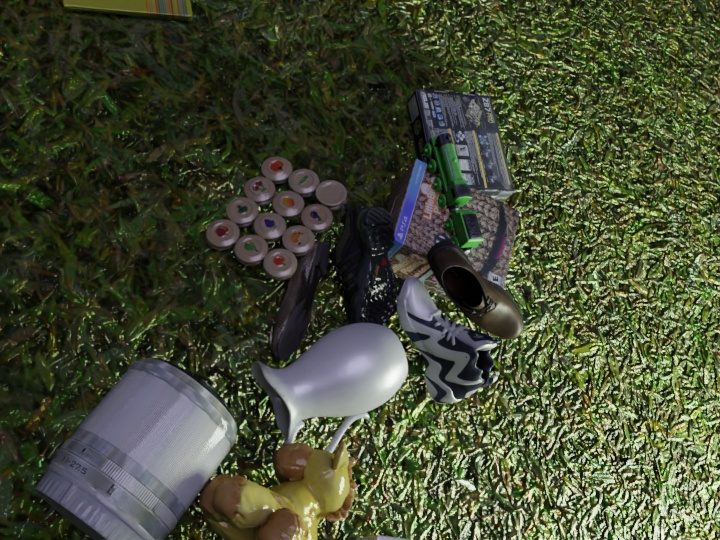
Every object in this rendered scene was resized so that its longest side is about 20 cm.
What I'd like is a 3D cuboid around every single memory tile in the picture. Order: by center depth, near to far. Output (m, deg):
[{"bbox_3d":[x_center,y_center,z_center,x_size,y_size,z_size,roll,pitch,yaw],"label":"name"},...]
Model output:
[{"bbox_3d":[-0.124,-0.084,1.096,0.153,0.017,0.201,27,59,11],"label":"memory tile"}]

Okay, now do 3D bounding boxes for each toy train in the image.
[{"bbox_3d":[0.143,-0.123,1.115,0.041,0.056,0.202,-5,71,-25],"label":"toy train"}]

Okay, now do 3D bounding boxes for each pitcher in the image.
[{"bbox_3d":[-0.032,0.173,1.008,0.199,0.121,0.173,-19,104,-23],"label":"pitcher"}]

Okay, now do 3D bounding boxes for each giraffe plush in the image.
[{"bbox_3d":[-0.079,0.285,0.905,0.200,0.172,0.162,45,58,-9],"label":"giraffe plush"}]

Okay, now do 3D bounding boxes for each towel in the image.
[{"bbox_3d":[-0.376,-0.445,1.170,0.198,0.018,0.087,-3,65,-23],"label":"towel"}]

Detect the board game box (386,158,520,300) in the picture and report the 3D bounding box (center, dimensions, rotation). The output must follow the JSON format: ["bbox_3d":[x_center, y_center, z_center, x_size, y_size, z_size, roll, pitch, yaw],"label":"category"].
[{"bbox_3d":[0.138,-0.055,1.174,0.199,0.097,0.160,24,61,-12],"label":"board game box"}]

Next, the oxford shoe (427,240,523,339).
[{"bbox_3d":[0.175,0.048,1.079,0.200,0.073,0.085,40,19,-22],"label":"oxford shoe"}]

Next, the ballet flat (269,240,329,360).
[{"bbox_3d":[-0.096,0.039,1.065,0.046,0.068,0.201,9,60,17],"label":"ballet flat"}]

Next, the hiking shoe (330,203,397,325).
[{"bbox_3d":[0.000,0.000,1.099,0.075,0.100,0.202,-3,102,-39],"label":"hiking shoe"}]

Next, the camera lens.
[{"bbox_3d":[-0.256,0.218,0.857,0.160,0.160,0.200,38,60,-4],"label":"camera lens"}]

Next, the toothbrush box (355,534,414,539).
[{"bbox_3d":[0.091,0.438,0.954,0.199,0.086,0.147,14,64,-18],"label":"toothbrush box"}]

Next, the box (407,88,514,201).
[{"bbox_3d":[0.177,-0.222,1.289,0.160,0.049,0.202,-2,70,-22],"label":"box"}]

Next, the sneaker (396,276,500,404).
[{"bbox_3d":[0.140,0.092,1.072,0.079,0.129,0.201,-9,81,-54],"label":"sneaker"}]
